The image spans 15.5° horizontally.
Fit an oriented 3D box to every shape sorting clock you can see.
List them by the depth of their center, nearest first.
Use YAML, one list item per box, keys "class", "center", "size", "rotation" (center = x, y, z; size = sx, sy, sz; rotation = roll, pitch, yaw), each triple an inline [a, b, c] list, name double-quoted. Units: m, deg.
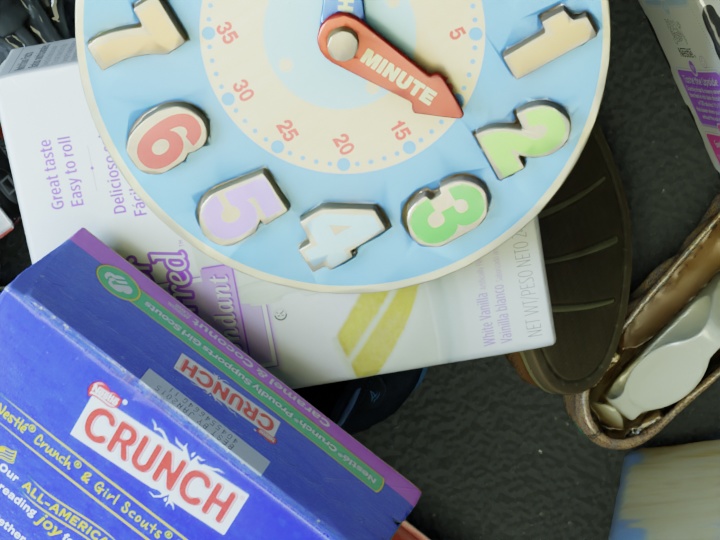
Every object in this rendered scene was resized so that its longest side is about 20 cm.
- class: "shape sorting clock"
  center: [-0.007, -0.087, 0.976]
  size: [0.198, 0.039, 0.201]
  rotation: [0, 106, 0]

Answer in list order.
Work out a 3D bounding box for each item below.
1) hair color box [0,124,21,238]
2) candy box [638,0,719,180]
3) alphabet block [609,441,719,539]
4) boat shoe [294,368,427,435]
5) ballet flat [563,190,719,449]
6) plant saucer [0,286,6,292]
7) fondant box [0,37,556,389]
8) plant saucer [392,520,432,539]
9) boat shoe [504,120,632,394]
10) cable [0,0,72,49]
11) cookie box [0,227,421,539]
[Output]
- class: "hair color box"
  center: [-0.253, -0.016, 1.217]
  size: [0.199, 0.061, 0.102]
  rotation: [-32, 99, 19]
- class: "candy box"
  center: [0.216, -0.094, 1.066]
  size: [0.167, 0.072, 0.201]
  rotation: [-29, 101, -9]
- class: "alphabet block"
  center: [0.217, 0.184, 1.111]
  size: [0.199, 0.195, 0.198]
  rotation: [-9, 107, 12]
- class: "boat shoe"
  center: [0.000, 0.000, 1.125]
  size: [0.084, 0.069, 0.201]
  rotation: [25, 137, 32]
- class: "ballet flat"
  center: [0.164, 0.007, 1.140]
  size: [0.068, 0.067, 0.200]
  rotation: [39, 109, -6]
- class: "plant saucer"
  center: [-0.155, 0.100, 1.249]
  size: [0.198, 0.031, 0.201]
  rotation: [3, 107, 9]
- class: "fondant box"
  center: [-0.031, -0.029, 1.043]
  size: [0.199, 0.058, 0.145]
  rotation: [-9, 107, 4]
- class: "plant saucer"
  center: [-0.001, 0.216, 1.239]
  size: [0.200, 0.037, 0.200]
  rotation: [37, 101, 0]
- class: "boat shoe"
  center: [0.064, -0.046, 1.142]
  size: [0.068, 0.072, 0.202]
  rotation: [-5, 95, 51]
- class: "cable"
  center: [-0.150, -0.116, 1.189]
  size: [0.097, 0.050, 0.200]
  rotation: [-40, 111, -8]
- class: "cookie box"
  center: [-0.104, 0.115, 1.017]
  size: [0.171, 0.075, 0.200]
  rotation: [38, 117, 0]
